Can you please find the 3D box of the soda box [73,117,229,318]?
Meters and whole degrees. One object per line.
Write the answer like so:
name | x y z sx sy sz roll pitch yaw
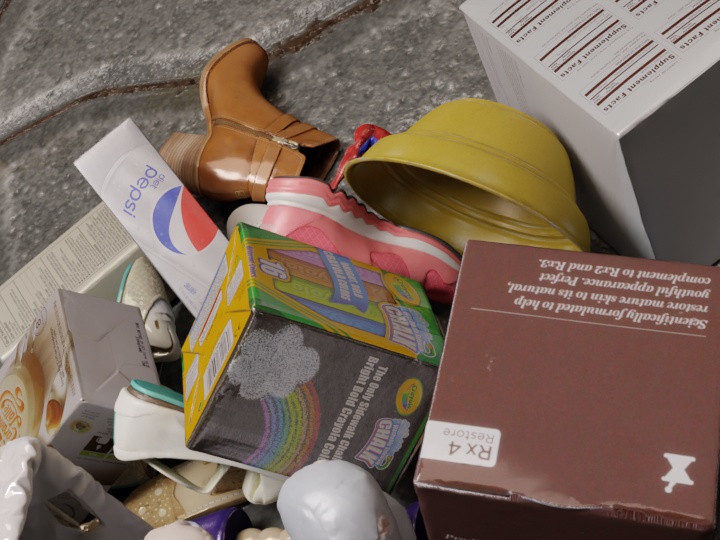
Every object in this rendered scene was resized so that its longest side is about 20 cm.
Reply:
soda box | -0.157 -0.030 1.064 0.063 0.068 0.201 -38 90 -7

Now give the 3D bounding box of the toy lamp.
toy lamp | -0.044 0.201 0.915 0.198 0.058 0.059 -7 52 23

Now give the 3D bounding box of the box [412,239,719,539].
box | 0.136 0.111 0.772 0.164 0.201 0.166 7 57 14

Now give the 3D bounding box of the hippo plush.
hippo plush | -0.026 0.213 0.788 0.160 0.201 0.160 -33 51 -6

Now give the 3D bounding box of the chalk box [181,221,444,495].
chalk box | -0.015 0.071 0.892 0.125 0.198 0.124 -62 23 23

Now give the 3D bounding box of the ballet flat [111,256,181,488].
ballet flat | -0.181 0.087 1.063 0.062 0.067 0.202 2 73 16

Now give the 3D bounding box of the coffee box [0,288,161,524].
coffee box | -0.245 0.127 0.993 0.200 0.079 0.115 -49 45 28

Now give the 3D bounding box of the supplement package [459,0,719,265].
supplement package | 0.209 -0.131 0.945 0.147 0.192 0.200 -37 47 -4

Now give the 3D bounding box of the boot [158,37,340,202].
boot | -0.090 -0.143 1.195 0.154 0.077 0.201 10 47 23

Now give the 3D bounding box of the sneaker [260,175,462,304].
sneaker | 0.000 0.000 0.973 0.073 0.199 0.088 0 69 59

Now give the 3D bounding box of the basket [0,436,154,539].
basket | -0.253 0.257 0.884 0.159 0.199 0.202 -14 50 20

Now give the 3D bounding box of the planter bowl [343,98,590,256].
planter bowl | 0.094 -0.070 0.921 0.199 0.200 0.084 16 76 35

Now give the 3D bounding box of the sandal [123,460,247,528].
sandal | -0.108 0.142 0.983 0.211 0.070 0.078 -32 47 1

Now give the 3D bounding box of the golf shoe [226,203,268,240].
golf shoe | -0.061 -0.018 1.069 0.075 0.092 0.200 -45 47 -9

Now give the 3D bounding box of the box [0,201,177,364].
box | -0.245 0.015 1.144 0.200 0.078 0.095 -40 44 -5

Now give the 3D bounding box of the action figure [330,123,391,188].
action figure | 0.038 -0.081 1.070 0.199 0.065 0.100 6 68 55

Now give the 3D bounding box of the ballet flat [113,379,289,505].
ballet flat | -0.092 0.138 0.925 0.070 0.198 0.070 -51 28 42
